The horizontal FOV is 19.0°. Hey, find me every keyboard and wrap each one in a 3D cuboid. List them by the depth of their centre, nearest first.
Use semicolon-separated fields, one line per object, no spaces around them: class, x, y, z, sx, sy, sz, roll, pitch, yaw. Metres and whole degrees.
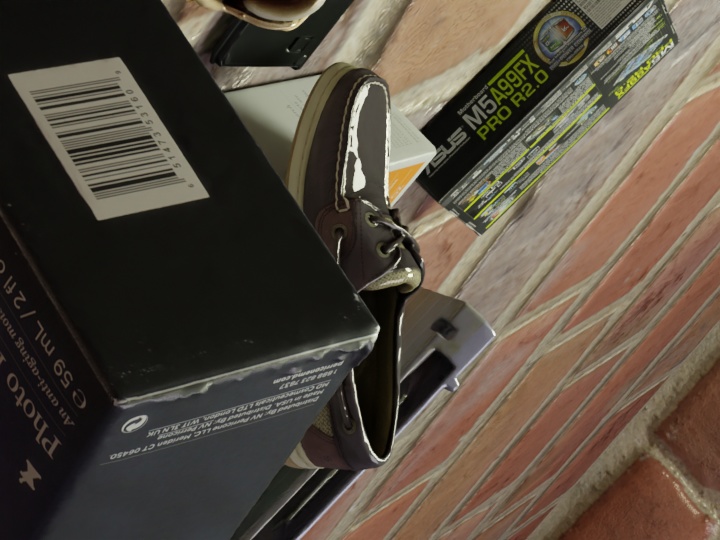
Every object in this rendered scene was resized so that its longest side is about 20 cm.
keyboard;0.014;-0.174;1.031;0.200;0.021;0.127;-49;158;26

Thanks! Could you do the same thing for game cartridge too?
game cartridge;-0.019;0.091;1.143;0.200;0.038;0.130;-46;-171;-6

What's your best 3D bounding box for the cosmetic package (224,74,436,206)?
cosmetic package;-0.055;-0.039;1.125;0.102;0.071;0.200;-51;163;29

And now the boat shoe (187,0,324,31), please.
boat shoe;-0.041;-0.132;0.892;0.074;0.069;0.200;-47;164;19

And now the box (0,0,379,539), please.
box;-0.125;0.019;0.807;0.123;0.200;0.199;-14;150;-39

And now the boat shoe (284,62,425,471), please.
boat shoe;0.000;0.000;1.050;0.072;0.065;0.201;10;87;-60

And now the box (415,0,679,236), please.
box;0.123;-0.116;1.446;0.200;0.044;0.160;-44;166;5
